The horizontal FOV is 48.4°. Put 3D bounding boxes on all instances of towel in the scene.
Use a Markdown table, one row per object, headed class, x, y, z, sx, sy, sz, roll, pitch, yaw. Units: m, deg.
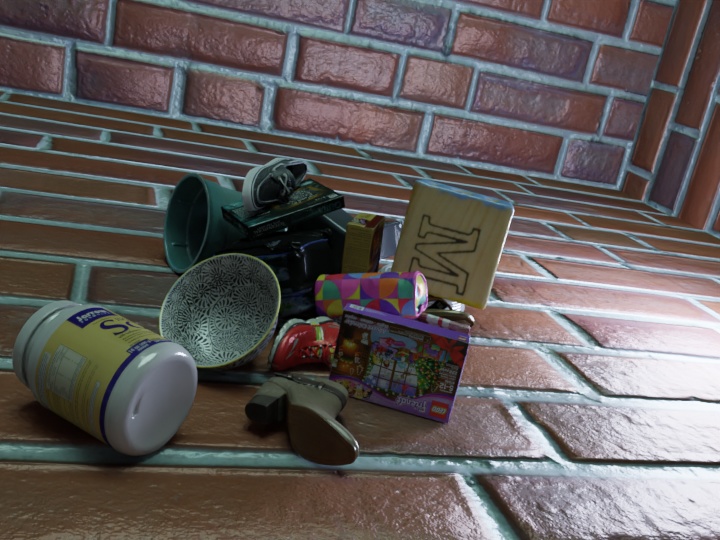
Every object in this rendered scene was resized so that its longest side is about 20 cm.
| class | x | y | z | sx | sy | sz | roll | pitch | yaw |
| --- | --- | --- | --- | --- | --- | --- | --- | --- | --- |
| towel | 0.107 | 0.098 | 1.490 | 0.199 | 0.023 | 0.144 | 16 | -13 | 12 |

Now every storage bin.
| class | x | y | z | sx | sy | sz | roll | pitch | yaw |
| --- | --- | --- | --- | --- | --- | --- | --- | --- | --- |
| storage bin | -0.067 | -0.040 | 1.649 | 0.134 | 0.201 | 0.145 | 34 | 25 | 25 |

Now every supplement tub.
| class | x | y | z | sx | sy | sz | roll | pitch | yaw |
| --- | --- | --- | --- | --- | --- | --- | --- | --- | --- |
| supplement tub | -0.322 | 0.129 | 1.009 | 0.199 | 0.146 | 0.145 | 21 | 20 | 25 |

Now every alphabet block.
| class | x | y | z | sx | sy | sz | roll | pitch | yaw |
| --- | --- | --- | --- | --- | --- | --- | --- | --- | --- |
| alphabet block | 0.179 | -0.057 | 1.565 | 0.195 | 0.202 | 0.195 | 16 | 9 | 8 |

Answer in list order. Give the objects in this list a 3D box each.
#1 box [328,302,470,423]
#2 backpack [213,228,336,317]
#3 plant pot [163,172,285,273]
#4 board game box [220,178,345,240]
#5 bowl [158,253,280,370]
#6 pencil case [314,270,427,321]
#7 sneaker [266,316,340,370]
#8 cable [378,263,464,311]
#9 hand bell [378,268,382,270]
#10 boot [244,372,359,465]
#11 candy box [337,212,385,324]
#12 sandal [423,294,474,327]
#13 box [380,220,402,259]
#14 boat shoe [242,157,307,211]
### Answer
| class | x | y | z | sx | sy | sz | roll | pitch | yaw |
| --- | --- | --- | --- | --- | --- | --- | --- | --- | --- |
| box | 0.058 | 0.143 | 1.237 | 0.198 | 0.138 | 0.039 | 14 | 17 | 7 |
| backpack | -0.161 | 0.008 | 1.462 | 0.198 | 0.148 | 0.183 | -1 | 11 | 21 |
| plant pot | -0.274 | -0.084 | 1.647 | 0.195 | 0.202 | 0.200 | 8 | 16 | -39 |
| board game box | -0.147 | -0.120 | 1.515 | 0.199 | 0.028 | 0.135 | -21 | 30 | -24 |
| bowl | -0.207 | 0.081 | 1.262 | 0.200 | 0.201 | 0.094 | 21 | -24 | 26 |
| pencil case | 0.017 | 0.046 | 1.393 | 0.198 | 0.089 | 0.088 | -4 | 11 | 23 |
| sneaker | -0.075 | 0.123 | 1.316 | 0.085 | 0.078 | 0.200 | 27 | 23 | 25 |
| cable | 0.126 | 0.047 | 1.687 | 0.199 | 0.070 | 0.200 | -3 | 23 | -40 |
| hand bell | 0.090 | 0.000 | 1.816 | 0.199 | 0.105 | 0.104 | -16 | 31 | -34 |
| boot | -0.058 | 0.195 | 1.114 | 0.199 | 0.071 | 0.146 | 21 | 18 | 25 |
| candy box | 0.000 | 0.000 | 1.529 | 0.056 | 0.202 | 0.117 | 12 | 18 | 10 |
| sandal | 0.128 | 0.072 | 1.531 | 0.199 | 0.054 | 0.080 | 7 | -16 | 43 |
| box | -0.019 | -0.065 | 1.820 | 0.199 | 0.080 | 0.141 | -1 | 6 | 31 |
| boat shoe | -0.156 | -0.164 | 1.502 | 0.067 | 0.072 | 0.200 | 2 | 22 | 20 |
